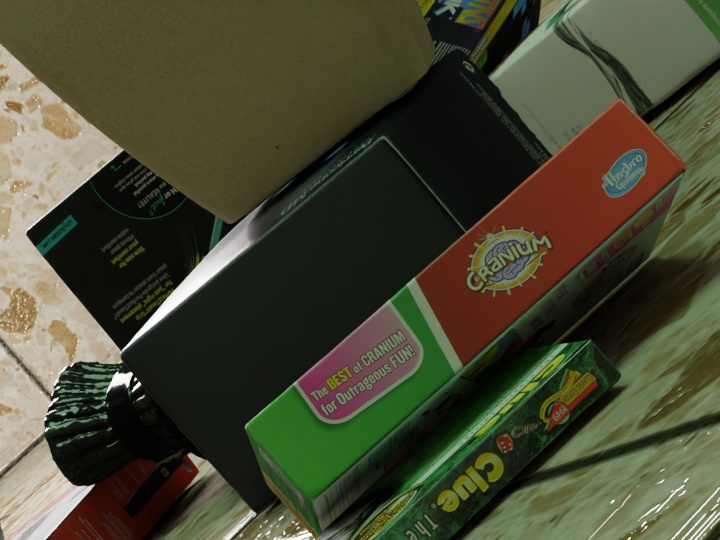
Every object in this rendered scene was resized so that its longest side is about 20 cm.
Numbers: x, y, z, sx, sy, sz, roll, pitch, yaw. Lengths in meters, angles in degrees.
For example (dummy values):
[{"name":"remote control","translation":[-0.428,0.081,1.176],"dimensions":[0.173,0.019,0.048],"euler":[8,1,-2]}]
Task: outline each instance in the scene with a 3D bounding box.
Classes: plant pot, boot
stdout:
[{"name":"plant pot","translation":[-0.066,-0.141,1.359],"dimensions":[0.200,0.177,0.200],"euler":[-37,7,9]},{"name":"boot","translation":[-0.126,0.087,1.531],"dimensions":[0.158,0.080,0.211],"euler":[-13,1,12]}]

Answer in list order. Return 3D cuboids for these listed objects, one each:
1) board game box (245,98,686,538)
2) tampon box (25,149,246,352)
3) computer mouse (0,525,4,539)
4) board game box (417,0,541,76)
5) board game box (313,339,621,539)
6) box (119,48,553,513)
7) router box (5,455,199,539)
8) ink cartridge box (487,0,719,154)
[{"name":"board game box","translation":[0.043,0.027,1.043],"dimensions":[0.200,0.040,0.153],"euler":[-41,-10,-8]},{"name":"tampon box","translation":[-0.097,-0.008,1.710],"dimensions":[0.150,0.200,0.126],"euler":[-37,5,23]},{"name":"computer mouse","translation":[-0.261,0.230,1.516],"dimensions":[0.200,0.044,0.110],"euler":[-61,-15,24]},{"name":"board game box","translation":[0.062,-0.113,1.660],"dimensions":[0.200,0.057,0.166],"euler":[-57,-22,-44]},{"name":"board game box","translation":[0.010,0.101,0.962],"dimensions":[0.200,0.023,0.105],"euler":[-42,3,-10]},{"name":"box","translation":[0.000,0.000,1.371],"dimensions":[0.200,0.123,0.198],"euler":[-39,6,22]},{"name":"router box","translation":[-0.217,0.203,1.647],"dimensions":[0.200,0.049,0.180],"euler":[-38,5,28]},{"name":"ink cartridge box","translation":[0.182,-0.158,1.587],"dimensions":[0.200,0.084,0.146],"euler":[-38,4,29]}]
